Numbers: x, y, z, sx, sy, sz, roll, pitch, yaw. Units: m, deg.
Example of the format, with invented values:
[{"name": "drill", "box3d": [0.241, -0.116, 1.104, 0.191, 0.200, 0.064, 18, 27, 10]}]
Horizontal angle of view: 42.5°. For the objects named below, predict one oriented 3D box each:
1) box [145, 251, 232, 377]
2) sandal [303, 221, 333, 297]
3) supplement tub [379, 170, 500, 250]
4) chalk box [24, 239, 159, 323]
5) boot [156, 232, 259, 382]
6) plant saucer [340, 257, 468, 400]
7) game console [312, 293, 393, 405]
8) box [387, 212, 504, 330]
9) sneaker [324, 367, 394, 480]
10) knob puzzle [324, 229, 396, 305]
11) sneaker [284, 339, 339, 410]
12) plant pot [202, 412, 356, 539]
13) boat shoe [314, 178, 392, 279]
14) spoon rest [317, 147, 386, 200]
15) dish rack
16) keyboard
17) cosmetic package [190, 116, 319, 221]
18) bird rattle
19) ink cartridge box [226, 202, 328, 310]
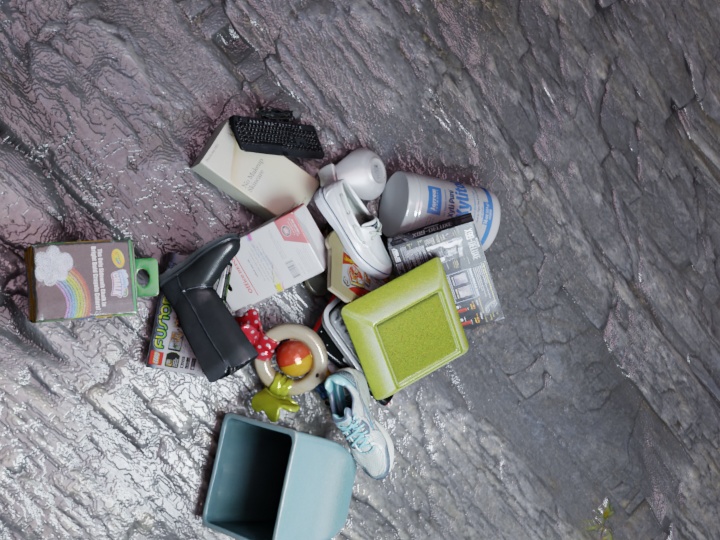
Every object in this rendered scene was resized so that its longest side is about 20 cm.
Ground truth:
[{"name": "box", "box3d": [-0.291, 0.075, 1.575, 0.110, 0.035, 0.200, 10, 84, 7]}, {"name": "sandal", "box3d": [-0.043, -0.045, 1.705, 0.082, 0.055, 0.200, 38, 74, -18]}, {"name": "supplement tub", "box3d": [0.151, -0.108, 1.752, 0.200, 0.132, 0.132, 9, 85, -24]}, {"name": "chalk box", "box3d": [-0.430, 0.016, 1.495, 0.200, 0.124, 0.125, -3, 88, -25]}, {"name": "boot", "box3d": [-0.224, 0.062, 1.514, 0.165, 0.066, 0.200, -33, 75, 13]}, {"name": "plant saucer", "box3d": [0.090, 0.109, 1.587, 0.200, 0.048, 0.200, -28, 117, -14]}, {"name": "game console", "box3d": [0.012, 0.126, 1.709, 0.200, 0.031, 0.177, 42, 55, -17]}, {"name": "box", "box3d": [0.152, 0.015, 1.645, 0.158, 0.050, 0.200, -18, 111, 8]}, {"name": "sneaker", "box3d": [-0.012, 0.263, 1.564, 0.086, 0.078, 0.200, 8, 55, -65]}, {"name": "knob puzzle", "box3d": [0.000, 0.000, 1.637, 0.220, 0.030, 0.220, 35, 40, -36]}, {"name": "sneaker", "box3d": [-0.059, 0.175, 1.692, 0.200, 0.075, 0.087, 53, 50, -13]}, {"name": "plant pot", "box3d": [-0.119, 0.365, 1.587, 0.200, 0.196, 0.196, 18, 81, -43]}, {"name": "boat shoe", "box3d": [0.002, -0.070, 1.601, 0.200, 0.067, 0.074, 49, 33, -20]}, {"name": "spoon rest", "box3d": [-0.016, -0.175, 1.694, 0.200, 0.061, 0.099, -12, 92, -57]}, {"name": "dish rack", "box3d": [0.024, 0.096, 1.682, 0.200, 0.044, 0.172, -41, 101, -38]}, {"name": "keyboard", "box3d": [-0.143, -0.251, 1.627, 0.200, 0.040, 0.104, -2, 60, -49]}, {"name": "cosmetic package", "box3d": [-0.185, -0.168, 1.637, 0.200, 0.073, 0.104, 34, 74, -20]}, {"name": "bird rattle", "box3d": [-0.139, 0.154, 1.619, 0.163, 0.113, 0.200, -21, 89, 8]}, {"name": "ink cartridge box", "box3d": [-0.161, -0.021, 1.612, 0.117, 0.200, 0.067, 62, 24, -10]}]
